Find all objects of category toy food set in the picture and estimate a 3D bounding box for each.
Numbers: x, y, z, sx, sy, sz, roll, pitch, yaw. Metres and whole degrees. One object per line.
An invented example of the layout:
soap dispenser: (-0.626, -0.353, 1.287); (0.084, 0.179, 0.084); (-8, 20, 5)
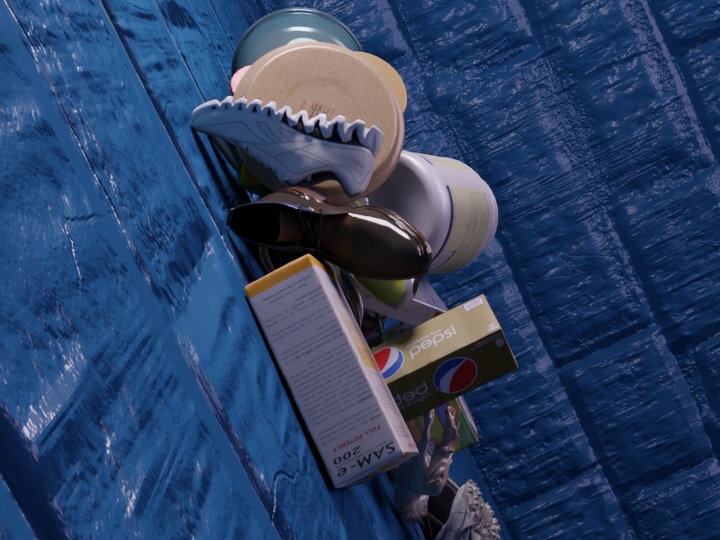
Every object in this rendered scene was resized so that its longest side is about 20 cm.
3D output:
toy food set: (-0.049, -0.162, 1.310); (0.049, 0.196, 0.202); (122, -23, -69)

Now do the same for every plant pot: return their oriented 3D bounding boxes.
plant pot: (-0.085, -0.235, 1.676); (0.197, 0.199, 0.201); (-95, 160, -58)

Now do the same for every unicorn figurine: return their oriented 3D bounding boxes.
unicorn figurine: (0.068, 0.222, 1.370); (0.200, 0.073, 0.139); (78, 18, -80)

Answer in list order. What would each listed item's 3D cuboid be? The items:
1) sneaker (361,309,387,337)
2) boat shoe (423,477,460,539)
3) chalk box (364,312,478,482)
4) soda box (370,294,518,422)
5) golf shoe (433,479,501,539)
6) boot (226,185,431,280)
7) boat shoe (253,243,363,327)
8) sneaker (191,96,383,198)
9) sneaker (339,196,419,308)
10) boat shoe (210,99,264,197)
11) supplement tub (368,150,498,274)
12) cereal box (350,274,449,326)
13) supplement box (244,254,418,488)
sneaker: (0.013, 0.070, 1.711); (0.200, 0.083, 0.077); (59, 8, -60)
boat shoe: (0.132, 0.363, 1.574); (0.066, 0.071, 0.202); (-125, -166, -83)
chalk box: (0.049, 0.138, 1.520); (0.201, 0.123, 0.124); (63, 6, -9)
soda box: (0.063, 0.108, 1.302); (0.068, 0.199, 0.064); (61, 4, -39)
golf shoe: (0.106, 0.306, 1.369); (0.079, 0.097, 0.200); (59, 13, -8)
boot: (-0.033, -0.028, 1.142); (0.097, 0.199, 0.075); (-13, 116, -50)
boat shoe: (-0.055, 0.011, 1.303); (0.202, 0.072, 0.060); (54, 10, -36)
sneaker: (-0.079, -0.127, 1.229); (0.075, 0.198, 0.082); (31, 71, -87)
sneaker: (-0.011, -0.035, 1.326); (0.076, 0.076, 0.200); (-4, 48, -48)
boat shoe: (-0.115, -0.117, 1.381); (0.200, 0.076, 0.072); (45, 58, -34)
supplement tub: (0.076, -0.068, 1.467); (0.200, 0.144, 0.146); (-1, 64, -62)
cereal box: (0.000, 0.000, 1.466); (0.199, 0.040, 0.144); (22, 20, -30)
supplement box: (-0.025, 0.097, 1.123); (0.201, 0.073, 0.126); (64, 4, 12)
